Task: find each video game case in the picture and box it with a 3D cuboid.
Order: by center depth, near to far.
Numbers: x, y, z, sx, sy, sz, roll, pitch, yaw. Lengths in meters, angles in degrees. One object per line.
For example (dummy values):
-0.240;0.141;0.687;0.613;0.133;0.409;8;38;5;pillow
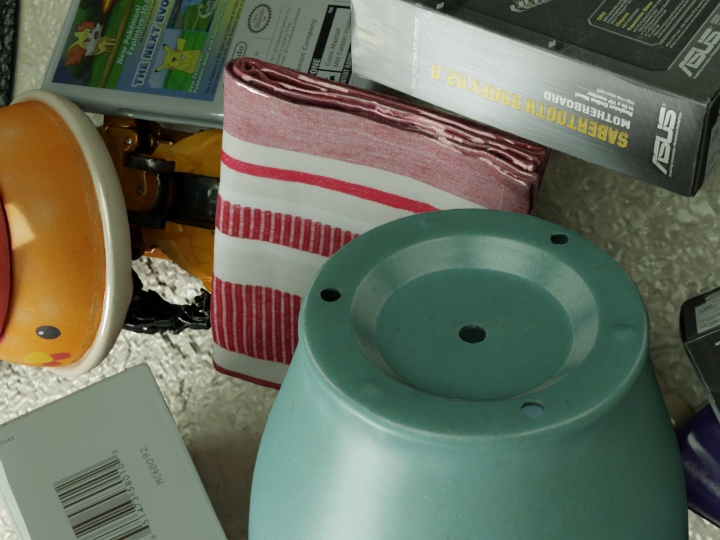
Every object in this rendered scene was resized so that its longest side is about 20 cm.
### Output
-0.053;-0.165;0.878;0.182;0.022;0.200;9;73;24;video game case

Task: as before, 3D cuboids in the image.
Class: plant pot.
0.046;0.086;0.711;0.200;0.200;0.188;21;135;23;plant pot

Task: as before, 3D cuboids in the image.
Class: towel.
0.000;0.000;0.795;0.144;0.023;0.200;17;137;8;towel

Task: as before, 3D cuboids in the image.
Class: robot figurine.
-0.059;-0.031;0.888;0.200;0.058;0.145;11;92;23;robot figurine

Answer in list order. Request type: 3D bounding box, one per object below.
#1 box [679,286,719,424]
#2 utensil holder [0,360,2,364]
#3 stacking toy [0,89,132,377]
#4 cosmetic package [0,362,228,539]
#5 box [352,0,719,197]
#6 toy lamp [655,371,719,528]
0.254;0.049;0.708;0.200;0.048;0.159;-24;104;16;box
-0.323;0.047;0.944;0.200;0.170;0.170;-34;75;22;utensil holder
-0.223;-0.007;0.829;0.146;0.200;0.146;20;115;53;stacking toy
-0.116;0.127;0.823;0.085;0.200;0.108;-24;78;-11;cosmetic package
0.113;-0.129;0.743;0.158;0.200;0.048;22;138;23;box
0.117;0.039;0.809;0.058;0.058;0.200;-46;70;15;toy lamp
